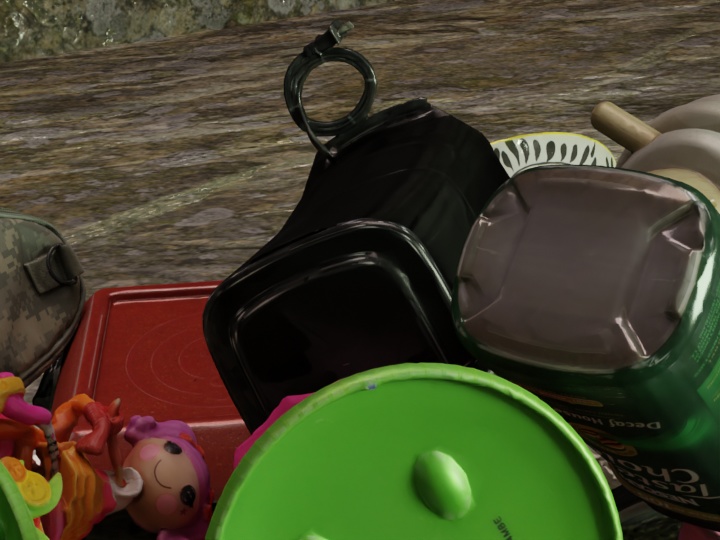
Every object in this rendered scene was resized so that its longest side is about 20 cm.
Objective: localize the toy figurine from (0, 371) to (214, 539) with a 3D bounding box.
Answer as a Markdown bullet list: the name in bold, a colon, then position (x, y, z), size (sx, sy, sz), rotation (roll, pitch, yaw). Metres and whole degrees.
- **toy figurine**: position (-0.114, 0.117, 0.832), size (0.183, 0.201, 0.150), rotation (-1, -30, -43)

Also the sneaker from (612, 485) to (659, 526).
- **sneaker**: position (0.122, 0.110, 0.988), size (0.198, 0.075, 0.079), rotation (-11, -16, -3)

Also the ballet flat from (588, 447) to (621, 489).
- **ballet flat**: position (0.141, 0.068, 0.886), size (0.199, 0.072, 0.072), rotation (-22, 7, 23)

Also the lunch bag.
- **lunch bag**: position (-0.270, 0.043, 1.090), size (0.167, 0.140, 0.199), rotation (-19, -5, -45)

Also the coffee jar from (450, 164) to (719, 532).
- **coffee jar**: position (0.123, 0.039, 0.740), size (0.104, 0.086, 0.200), rotation (10, -19, 36)

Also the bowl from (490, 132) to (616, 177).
- **bowl**: position (0.096, 0.008, 1.238), size (0.199, 0.095, 0.201), rotation (-17, -28, -9)

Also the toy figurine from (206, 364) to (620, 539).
- **toy figurine**: position (0.016, 0.117, 0.733), size (0.150, 0.201, 0.184), rotation (-34, 12, -5)

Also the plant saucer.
- **plant saucer**: position (-0.075, 0.057, 1.034), size (0.198, 0.037, 0.200), rotation (-5, 28, 0)

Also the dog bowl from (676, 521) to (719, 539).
- **dog bowl**: position (0.226, 0.137, 0.821), size (0.198, 0.075, 0.200), rotation (-3, 14, 1)

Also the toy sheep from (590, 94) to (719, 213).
- **toy sheep**: position (0.184, -0.026, 0.931), size (0.137, 0.139, 0.199), rotation (10, 14, 42)

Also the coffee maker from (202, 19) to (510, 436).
- **coffee maker**: position (0.000, 0.000, 0.907), size (0.192, 0.135, 0.200), rotation (41, 21, -2)

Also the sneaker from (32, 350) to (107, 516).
- **sneaker**: position (-0.149, 0.094, 1.092), size (0.088, 0.075, 0.200), rotation (0, 25, 10)
